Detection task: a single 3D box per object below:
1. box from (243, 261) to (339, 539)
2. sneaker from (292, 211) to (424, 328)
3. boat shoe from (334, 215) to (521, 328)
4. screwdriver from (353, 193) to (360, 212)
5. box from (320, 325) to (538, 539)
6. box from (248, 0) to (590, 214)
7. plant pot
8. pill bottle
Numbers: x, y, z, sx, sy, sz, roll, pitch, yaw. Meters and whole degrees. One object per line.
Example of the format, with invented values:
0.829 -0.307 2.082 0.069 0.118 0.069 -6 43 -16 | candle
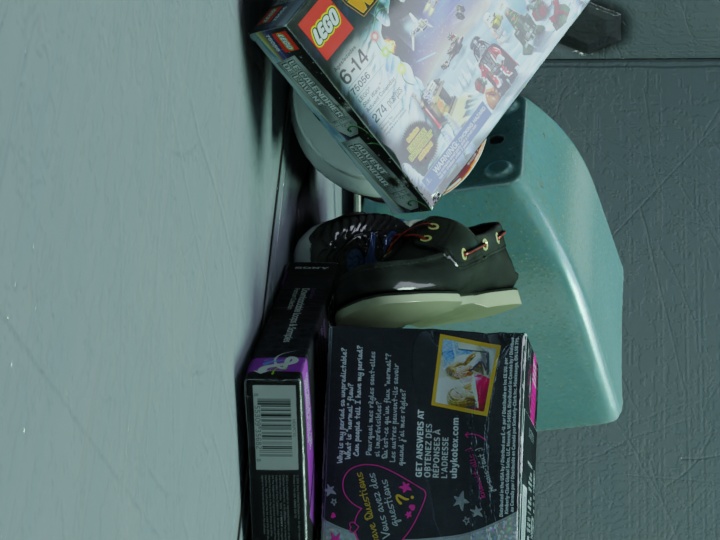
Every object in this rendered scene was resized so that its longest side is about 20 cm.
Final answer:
-0.034 0.092 1.371 0.200 0.036 0.144 -77 166 -71 | box
0.000 0.000 1.547 0.200 0.077 0.076 6 87 -66 | sneaker
0.035 0.002 1.459 0.201 0.073 0.064 -7 82 -63 | boat shoe
-0.004 -0.020 1.697 0.029 0.028 0.201 -152 -124 -62 | screwdriver
0.041 0.108 1.396 0.200 0.114 0.133 48 44 -80 | box
0.043 -0.150 1.346 0.137 0.040 0.200 49 61 -23 | box
0.084 -0.013 1.808 0.196 0.195 0.201 -82 160 -52 | plant pot
0.018 -0.100 1.480 0.200 0.113 0.115 4 86 -84 | pill bottle
